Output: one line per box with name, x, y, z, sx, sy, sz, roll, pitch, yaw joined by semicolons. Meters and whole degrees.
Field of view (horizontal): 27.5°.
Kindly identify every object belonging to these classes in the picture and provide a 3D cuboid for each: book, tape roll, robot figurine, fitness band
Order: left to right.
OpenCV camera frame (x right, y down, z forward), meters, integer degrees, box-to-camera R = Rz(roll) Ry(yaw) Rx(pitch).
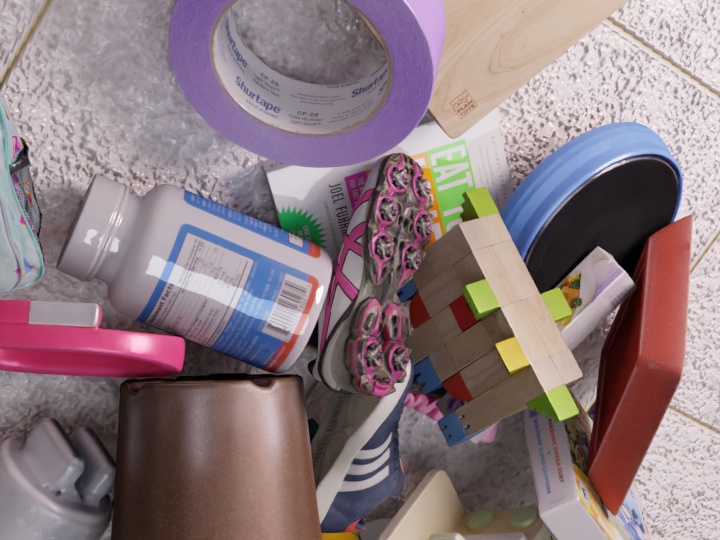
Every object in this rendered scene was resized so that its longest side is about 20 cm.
robot figurine;-0.287;0.220;1.235;0.169;0.113;0.200;25;107;-46
fitness band;-0.236;0.057;1.145;0.199;0.144;0.038;3;75;8
tape roll;-0.039;-0.173;1.096;0.200;0.066;0.200;6;135;6
book;0.028;-0.060;1.251;0.200;0.048;0.134;-19;120;-6

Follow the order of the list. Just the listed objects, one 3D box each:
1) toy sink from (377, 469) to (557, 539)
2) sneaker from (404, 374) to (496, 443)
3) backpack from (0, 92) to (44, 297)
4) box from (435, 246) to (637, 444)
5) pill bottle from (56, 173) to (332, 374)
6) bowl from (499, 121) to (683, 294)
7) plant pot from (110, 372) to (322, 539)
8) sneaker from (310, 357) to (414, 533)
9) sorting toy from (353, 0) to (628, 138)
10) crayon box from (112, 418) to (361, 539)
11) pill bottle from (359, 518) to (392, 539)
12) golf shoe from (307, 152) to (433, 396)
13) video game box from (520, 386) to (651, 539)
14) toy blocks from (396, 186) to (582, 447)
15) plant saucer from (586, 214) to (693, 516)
toy sink;0.121;0.289;1.321;0.112;0.130;0.200;-12;112;37
sneaker;0.062;0.080;1.322;0.200;0.079;0.096;27;95;-36
backpack;-0.326;-0.067;1.056;0.175;0.153;0.200;-12;112;-8
box;0.153;0.065;1.275;0.200;0.039;0.041;-45;144;4
pill bottle;-0.133;-0.002;1.170;0.200;0.112;0.112;23;107;-13
bowl;0.198;-0.035;1.281;0.200;0.039;0.201;-25;141;-22
plant pot;-0.119;0.185;1.193;0.200;0.200;0.199;-2;88;-19
sneaker;0.012;0.148;1.259;0.084;0.075;0.200;15;124;-24
sorting toy;0.088;-0.245;1.159;0.200;0.070;0.199;-38;122;2
crayon box;-0.111;0.229;1.336;0.200;0.058;0.119;-22;121;-8
pill bottle;0.061;0.333;1.420;0.114;0.114;0.200;-39;122;2
golf shoe;0.000;0.000;1.192;0.073;0.092;0.201;21;77;-44
video game box;0.216;0.213;1.373;0.047;0.182;0.200;-28;124;15
toy blocks;0.091;0.053;1.221;0.100;0.200;0.137;-16;165;-42
plant saucer;0.242;0.080;1.295;0.037;0.200;0.200;14;135;3
